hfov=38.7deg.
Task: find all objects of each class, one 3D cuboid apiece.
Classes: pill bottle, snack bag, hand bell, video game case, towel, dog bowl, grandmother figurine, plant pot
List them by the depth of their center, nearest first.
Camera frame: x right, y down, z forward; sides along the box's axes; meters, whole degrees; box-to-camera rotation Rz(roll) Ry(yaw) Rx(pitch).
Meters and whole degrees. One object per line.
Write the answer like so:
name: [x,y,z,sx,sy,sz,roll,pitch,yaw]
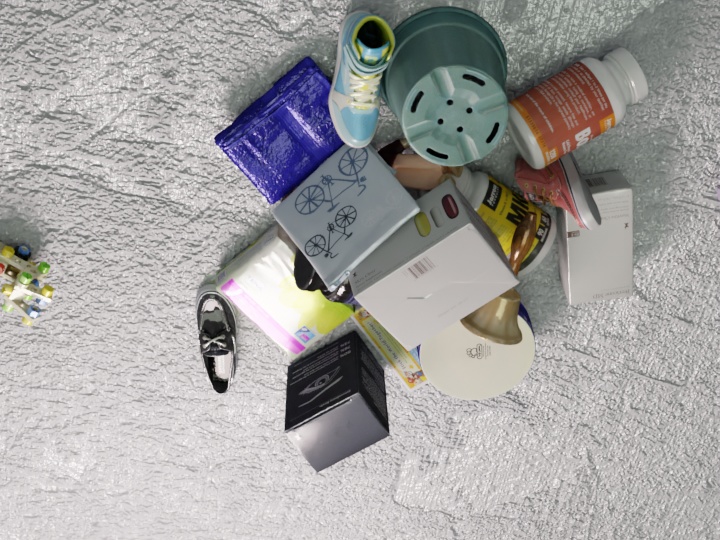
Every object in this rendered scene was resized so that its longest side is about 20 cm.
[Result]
plant pot: [0.128,-0.255,1.482,0.200,0.196,0.201,-1,120,-1]
pill bottle: [0.321,-0.246,1.530,0.200,0.112,0.112,-30,116,2]
snack bag: [-0.020,-0.091,1.531,0.189,0.200,0.021,-42,143,5]
towel: [-0.107,-0.209,1.569,0.200,0.050,0.148,-39,113,9]
grandmother figurine: [0.055,-0.159,1.575,0.200,0.121,0.061,6,143,30]
hand bell: [0.232,0.002,1.579,0.104,0.104,0.200,14,111,-9]
pill bottle: [0.200,-0.086,1.624,0.200,0.114,0.114,30,114,-17]
pill bottle: [0.000,0.000,1.639,0.200,0.112,0.112,7,121,-27]
dog bowl: [0.193,0.118,1.733,0.200,0.079,0.200,-1,119,-1]
video game case: [0.109,0.099,1.778,0.182,0.023,0.200,-30,116,15]

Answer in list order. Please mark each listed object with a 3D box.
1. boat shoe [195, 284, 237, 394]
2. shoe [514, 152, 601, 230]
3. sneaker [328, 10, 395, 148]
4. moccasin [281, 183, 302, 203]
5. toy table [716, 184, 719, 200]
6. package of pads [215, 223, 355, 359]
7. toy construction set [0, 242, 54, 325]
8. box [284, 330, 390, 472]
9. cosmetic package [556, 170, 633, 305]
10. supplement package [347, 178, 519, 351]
boat shoe: [-0.247,0.121,1.755,0.072,0.068,0.200,0,119,-2]
shoe: [0.297,-0.120,1.564,0.091,0.200,0.071,-29,133,18]
sneaker: [0.003,-0.275,1.475,0.079,0.131,0.200,-2,100,-11]
moccasin: [-0.025,-0.098,1.633,0.201,0.078,0.074,12,118,-8]
toy table: [0.668,-0.089,1.613,0.200,0.184,0.117,-7,103,12]
package of pads: [-0.121,0.034,1.710,0.154,0.068,0.200,-38,114,18]
toy construction set: [-0.581,-0.008,1.639,0.092,0.131,0.200,-38,113,17]
box: [-0.041,0.219,1.739,0.148,0.200,0.104,-28,116,14]
cosmetic package: [0.381,-0.052,1.666,0.113,0.081,0.200,-10,118,2]
supplement package: [0.101,-0.006,1.516,0.200,0.111,0.156,-33,130,13]
